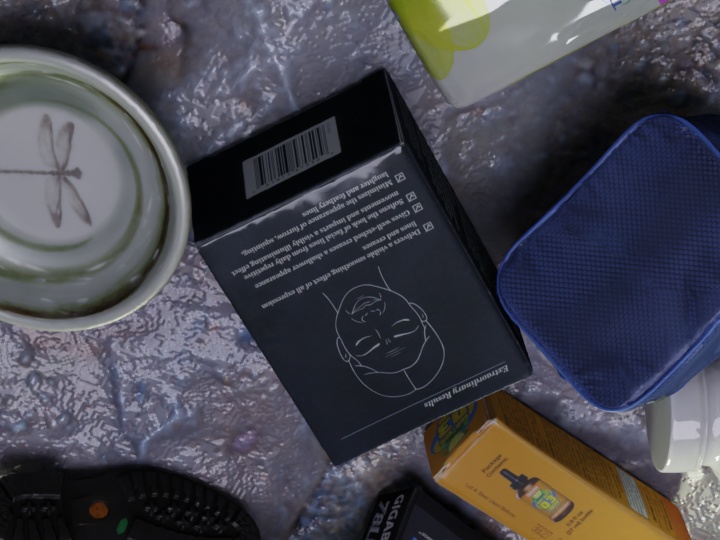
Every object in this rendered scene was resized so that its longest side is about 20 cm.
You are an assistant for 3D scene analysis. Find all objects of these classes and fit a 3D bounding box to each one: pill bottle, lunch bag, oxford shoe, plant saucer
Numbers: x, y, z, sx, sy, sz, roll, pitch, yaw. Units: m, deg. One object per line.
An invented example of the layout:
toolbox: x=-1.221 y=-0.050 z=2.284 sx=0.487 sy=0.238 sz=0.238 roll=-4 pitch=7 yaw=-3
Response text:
pill bottle: x=0.300 y=0.093 z=1.703 sx=0.199 sy=0.112 sz=0.112 roll=-1 pitch=121 yaw=-6
lunch bag: x=0.191 y=-0.001 z=1.607 sx=0.200 sy=0.132 sz=0.136 roll=-45 pitch=75 yaw=19
oxford shoe: x=-0.170 y=0.185 z=1.739 sx=0.199 sy=0.073 sz=0.085 roll=7 pitch=143 yaw=-13
plant saucer: x=-0.199 y=-0.058 z=1.572 sx=0.199 sy=0.050 sz=0.201 roll=5 pitch=120 yaw=9

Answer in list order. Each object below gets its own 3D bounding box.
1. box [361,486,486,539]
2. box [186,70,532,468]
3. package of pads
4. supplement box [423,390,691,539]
box: x=0.060 y=0.288 z=1.751 sx=0.200 sy=0.199 sz=0.050 roll=41 pitch=144 yaw=-26
box: x=0.000 y=0.000 z=1.613 sx=0.148 sy=0.107 sz=0.200 roll=-25 pitch=120 yaw=8
package of pads: x=0.106 y=-0.206 z=1.523 sx=0.200 sy=0.068 sz=0.155 roll=-26 pitch=119 yaw=10
supplement box: x=0.140 y=0.156 z=1.750 sx=0.200 sy=0.069 sz=0.067 roll=34 pitch=111 yaw=-25
